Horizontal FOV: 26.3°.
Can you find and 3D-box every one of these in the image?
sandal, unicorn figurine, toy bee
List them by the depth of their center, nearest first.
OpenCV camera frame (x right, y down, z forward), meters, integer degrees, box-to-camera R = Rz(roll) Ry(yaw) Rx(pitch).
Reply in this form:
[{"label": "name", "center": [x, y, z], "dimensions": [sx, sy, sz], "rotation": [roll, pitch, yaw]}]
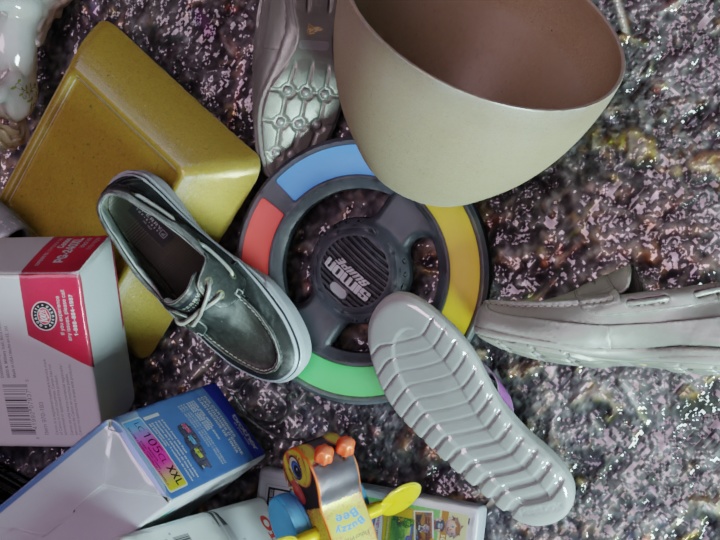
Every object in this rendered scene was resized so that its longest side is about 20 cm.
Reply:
[{"label": "toy bee", "center": [-0.029, 0.164, 1.095], "dimensions": [0.200, 0.109, 0.131], "rotation": [47, 63, 1]}, {"label": "sandal", "center": [0.078, 0.098, 1.108], "dimensions": [0.082, 0.050, 0.203], "rotation": [-34, 97, 33]}, {"label": "unicorn figurine", "center": [-0.277, -0.190, 1.224], "dimensions": [0.074, 0.137, 0.201], "rotation": [24, 101, 33]}]

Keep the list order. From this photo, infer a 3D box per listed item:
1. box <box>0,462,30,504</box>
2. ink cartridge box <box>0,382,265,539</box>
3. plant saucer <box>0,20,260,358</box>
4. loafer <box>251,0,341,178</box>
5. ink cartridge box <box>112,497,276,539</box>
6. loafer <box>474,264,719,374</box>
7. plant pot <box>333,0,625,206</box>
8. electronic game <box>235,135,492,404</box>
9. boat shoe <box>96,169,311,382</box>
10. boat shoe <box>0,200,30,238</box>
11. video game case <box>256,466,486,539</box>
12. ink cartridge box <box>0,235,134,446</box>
[{"label": "box", "center": [-0.268, 0.235, 1.196], "dimensions": [0.200, 0.164, 0.086], "rotation": [25, 98, 20]}, {"label": "ink cartridge box", "center": [-0.162, 0.157, 1.135], "dimensions": [0.136, 0.200, 0.076], "rotation": [-38, 80, 18]}, {"label": "plant saucer", "center": [-0.200, -0.064, 1.214], "dimensions": [0.200, 0.048, 0.200], "rotation": [43, 113, 23]}, {"label": "loafer", "center": [-0.048, -0.169, 1.171], "dimensions": [0.070, 0.070, 0.201], "rotation": [6, 104, -21]}, {"label": "ink cartridge box", "center": [-0.107, 0.252, 1.087], "dimensions": [0.084, 0.200, 0.145], "rotation": [-38, 75, 21]}, {"label": "loafer", "center": [0.178, 0.031, 1.063], "dimensions": [0.199, 0.070, 0.070], "rotation": [3, 81, 16]}, {"label": "plant pot", "center": [0.064, -0.124, 1.068], "dimensions": [0.200, 0.200, 0.135], "rotation": [40, 132, 18]}, {"label": "electronic game", "center": [0.000, 0.000, 1.147], "dimensions": [0.199, 0.042, 0.201], "rotation": [1, 94, 18]}, {"label": "boat shoe", "center": [-0.122, 0.013, 1.128], "dimensions": [0.200, 0.071, 0.072], "rotation": [44, 111, -1]}, {"label": "boat shoe", "center": [-0.308, 0.037, 1.243], "dimensions": [0.071, 0.070, 0.201], "rotation": [30, 120, 27]}, {"label": "video game case", "center": [-0.003, 0.261, 1.162], "dimensions": [0.181, 0.022, 0.201], "rotation": [7, 91, 23]}, {"label": "ink cartridge box", "center": [-0.286, 0.053, 1.171], "dimensions": [0.199, 0.083, 0.146], "rotation": [0, 113, 10]}]
